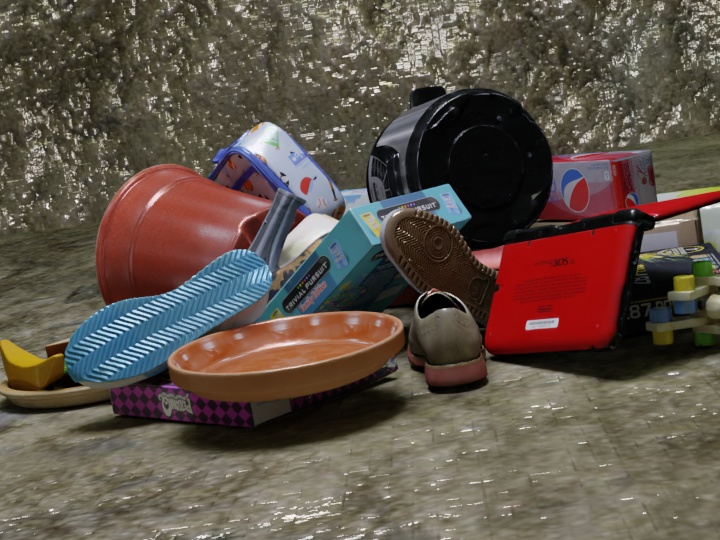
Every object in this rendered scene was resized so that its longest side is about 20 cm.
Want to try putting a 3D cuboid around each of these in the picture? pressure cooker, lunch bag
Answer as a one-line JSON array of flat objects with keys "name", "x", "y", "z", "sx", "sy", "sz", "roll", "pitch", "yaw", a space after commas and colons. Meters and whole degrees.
[{"name": "pressure cooker", "x": 0.101, "y": -0.101, "z": 1.670, "sx": 0.177, "sy": 0.178, "sz": 0.200, "roll": -57, "pitch": 14, "yaw": -12}, {"name": "lunch bag", "x": -0.109, "y": -0.088, "z": 1.786, "sx": 0.076, "sy": 0.160, "sz": 0.200, "roll": -48, "pitch": 6, "yaw": -24}]

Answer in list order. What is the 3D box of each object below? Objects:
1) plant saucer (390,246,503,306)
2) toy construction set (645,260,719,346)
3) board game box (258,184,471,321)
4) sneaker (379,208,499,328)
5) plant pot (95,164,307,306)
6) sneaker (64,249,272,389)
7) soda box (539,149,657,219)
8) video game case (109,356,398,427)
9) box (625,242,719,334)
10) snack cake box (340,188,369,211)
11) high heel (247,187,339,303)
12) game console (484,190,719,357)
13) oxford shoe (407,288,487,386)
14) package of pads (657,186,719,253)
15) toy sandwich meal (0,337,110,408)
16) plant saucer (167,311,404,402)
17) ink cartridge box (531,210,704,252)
[{"name": "plant saucer", "x": 0.110, "y": 0.005, "z": 1.803, "sx": 0.198, "sy": 0.037, "sz": 0.200, "roll": -6, "pitch": 7, "yaw": 18}, {"name": "toy construction set", "x": 0.350, "y": 0.016, "z": 1.306, "sx": 0.131, "sy": 0.093, "sz": 0.199, "roll": 0, "pitch": 22, "yaw": 47}, {"name": "board game box", "x": 0.000, "y": 0.000, "z": 1.536, "sx": 0.150, "sy": 0.047, "sz": 0.200, "roll": -17, "pitch": -24, "yaw": -46}, {"name": "sneaker", "x": 0.072, "y": 0.003, "z": 1.461, "sx": 0.199, "sy": 0.071, "sz": 0.108, "roll": 33, "pitch": -13, "yaw": -32}, {"name": "plant pot", "x": -0.157, "y": -0.010, "z": 1.685, "sx": 0.194, "sy": 0.203, "sz": 0.200, "roll": 10, "pitch": 18, "yaw": 42}, {"name": "sneaker", "x": -0.170, "y": 0.057, "z": 1.366, "sx": 0.199, "sy": 0.077, "sz": 0.081, "roll": -24, "pitch": -21, "yaw": -16}, {"name": "soda box", "x": 0.245, "y": -0.095, "z": 1.711, "sx": 0.063, "sy": 0.071, "sz": 0.199, "roll": -15, "pitch": 9, "yaw": -30}, {"name": "video game case", "x": -0.098, "y": 0.096, "z": 1.366, "sx": 0.199, "sy": 0.036, "sz": 0.181, "roll": 0, "pitch": 13, "yaw": 45}, {"name": "box", "x": 0.278, "y": 0.019, "z": 1.480, "sx": 0.160, "sy": 0.050, "sz": 0.200, "roll": -10, "pitch": 9, "yaw": 9}, {"name": "snack cake box", "x": 0.056, "y": -0.054, "z": 1.996, "sx": 0.199, "sy": 0.116, "sz": 0.067, "roll": -4, "pitch": 9, "yaw": 32}, {"name": "high heel", "x": -0.056, "y": 0.009, "z": 1.616, "sx": 0.071, "sy": 0.143, "sz": 0.199, "roll": 24, "pitch": -2, "yaw": 42}, {"name": "game console", "x": 0.220, "y": 0.003, "z": 1.342, "sx": 0.118, "sy": 0.174, "sz": 0.200, "roll": 18, "pitch": -13, "yaw": -24}, {"name": "oxford shoe", "x": 0.078, "y": 0.050, "z": 1.363, "sx": 0.070, "sy": 0.076, "sz": 0.200, "roll": -10, "pitch": 7, "yaw": -5}, {"name": "package of pads", "x": 0.411, "y": -0.058, "z": 1.820, "sx": 0.198, "sy": 0.069, "sz": 0.154, "roll": -4, "pitch": 9, "yaw": 27}, {"name": "toy sandwich meal", "x": -0.270, "y": 0.084, "z": 1.511, "sx": 0.203, "sy": 0.071, "sz": 0.205, "roll": -8, "pitch": 8, "yaw": 1}, {"name": "plant saucer", "x": -0.060, "y": 0.073, "z": 1.262, "sx": 0.198, "sy": 0.033, "sz": 0.200, "roll": -8, "pitch": 11, "yaw": 2}, {"name": "ink cartridge box", "x": 0.278, "y": -0.021, "z": 1.669, "sx": 0.198, "sy": 0.076, "sz": 0.165, "roll": -7, "pitch": 9, "yaw": 15}]
